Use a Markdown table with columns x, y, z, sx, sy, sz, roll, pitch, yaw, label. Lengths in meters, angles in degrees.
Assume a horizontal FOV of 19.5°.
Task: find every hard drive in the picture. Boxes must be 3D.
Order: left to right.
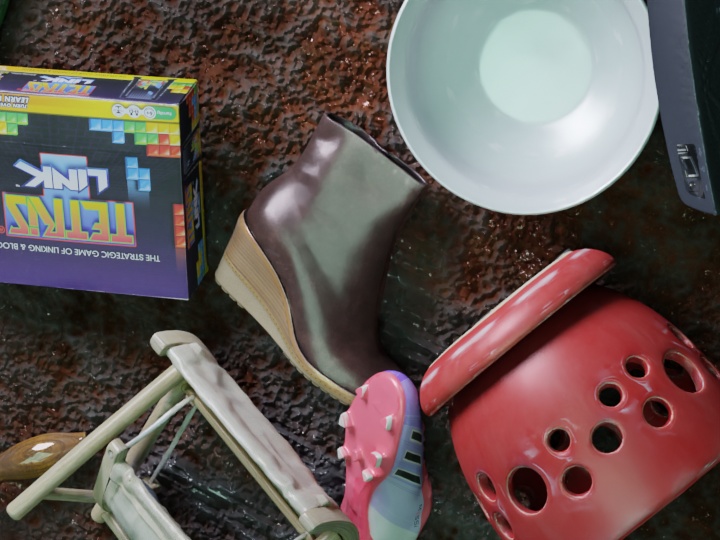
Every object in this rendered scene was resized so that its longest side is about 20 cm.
| x | y | z | sx | sy | sz | roll | pitch | yaw | label |
| --- | --- | --- | --- | --- | --- | --- | --- | --- | --- |
| 0.254 | -0.148 | 1.474 | 0.042 | 0.135 | 0.201 | -2 | 101 | 40 | hard drive |

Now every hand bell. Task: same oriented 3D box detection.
| x | y | z | sx | sy | sz | roll | pitch | yaw | label |
| --- | --- | --- | --- | --- | --- | --- | --- | --- | --- |
| -0.314 | 0.167 | 1.690 | 0.199 | 0.104 | 0.105 | -18 | 97 | 4 | hand bell |

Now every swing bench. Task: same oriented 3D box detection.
| x | y | z | sx | sy | sz | roll | pitch | yaw | label |
| --- | --- | --- | --- | --- | --- | --- | --- | --- | --- |
| -0.122 | 0.185 | 1.590 | 0.200 | 0.130 | 0.199 | -47 | 65 | 13 | swing bench |

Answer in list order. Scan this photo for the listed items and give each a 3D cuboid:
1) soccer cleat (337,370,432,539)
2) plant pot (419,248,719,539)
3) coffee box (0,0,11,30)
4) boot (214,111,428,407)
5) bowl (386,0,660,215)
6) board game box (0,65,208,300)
| x | y | z | sx | sy | sz | roll | pitch | yaw | label |
| --- | --- | --- | --- | --- | --- | --- | --- | --- | --- |
| 0.025 | 0.152 | 1.581 | 0.067 | 0.076 | 0.201 | 49 | 140 | 42 | soccer cleat |
| 0.152 | 0.101 | 1.507 | 0.200 | 0.200 | 0.183 | -42 | 85 | 16 | plant pot |
| -0.367 | -0.243 | 1.632 | 0.199 | 0.044 | 0.123 | 24 | 105 | 7 | coffee box |
| 0.000 | 0.000 | 1.584 | 0.200 | 0.072 | 0.167 | 41 | 108 | 6 | boot |
| 0.124 | -0.146 | 1.520 | 0.200 | 0.090 | 0.202 | 2 | 101 | 13 | bowl |
| -0.222 | -0.069 | 1.608 | 0.199 | 0.057 | 0.166 | 5 | 116 | 12 | board game box |
